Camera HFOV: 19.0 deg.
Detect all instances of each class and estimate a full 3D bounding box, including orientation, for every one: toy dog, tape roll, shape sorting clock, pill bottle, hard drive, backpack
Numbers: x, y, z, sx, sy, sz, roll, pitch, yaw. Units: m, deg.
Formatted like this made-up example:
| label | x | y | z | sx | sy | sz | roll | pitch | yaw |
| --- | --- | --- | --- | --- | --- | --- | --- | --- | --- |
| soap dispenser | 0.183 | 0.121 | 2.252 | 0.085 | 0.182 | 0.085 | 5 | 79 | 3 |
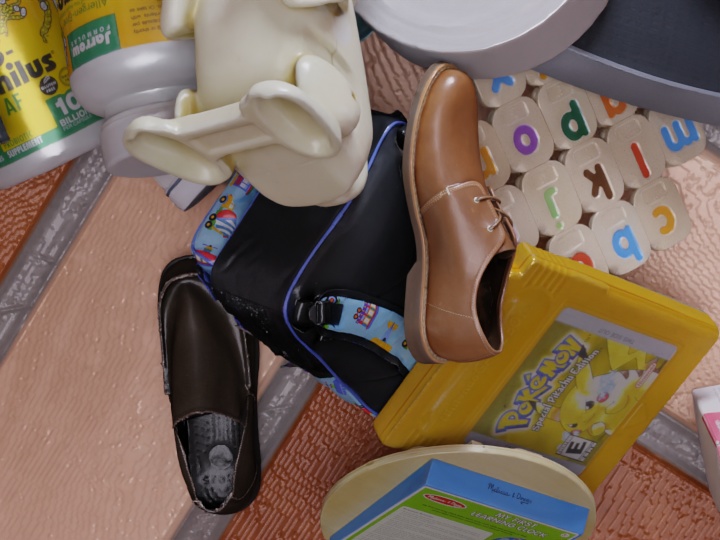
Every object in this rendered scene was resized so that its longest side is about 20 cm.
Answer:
| label | x | y | z | sx | sy | sz | roll | pitch | yaw |
| --- | --- | --- | --- | --- | --- | --- | --- | --- | --- |
| toy dog | -0.040 | -0.155 | 1.368 | 0.194 | 0.139 | 0.201 | 25 | 60 | -39 |
| tape roll | 0.076 | -0.234 | 1.455 | 0.202 | 0.071 | 0.203 | -3 | 80 | 17 |
| shape sorting clock | 0.070 | 0.177 | 1.553 | 0.199 | 0.200 | 0.039 | 2 | 58 | 2 |
| pill bottle | -0.147 | -0.170 | 1.456 | 0.112 | 0.113 | 0.201 | -11 | 80 | 4 |
| pill bottle | -0.252 | -0.169 | 1.521 | 0.112 | 0.113 | 0.201 | -24 | 98 | 6 |
| hard drive | 0.215 | -0.181 | 1.505 | 0.199 | 0.042 | 0.135 | 15 | 80 | -10 |
| backpack | 0.000 | 0.000 | 1.519 | 0.134 | 0.200 | 0.183 | 17 | 69 | 39 |

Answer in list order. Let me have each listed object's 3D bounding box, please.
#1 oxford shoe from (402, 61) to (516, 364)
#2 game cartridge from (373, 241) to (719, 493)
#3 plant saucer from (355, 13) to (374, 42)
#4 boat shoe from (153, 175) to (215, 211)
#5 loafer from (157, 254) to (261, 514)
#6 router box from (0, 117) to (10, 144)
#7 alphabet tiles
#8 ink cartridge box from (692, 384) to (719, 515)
| label | x | y | z | sx | sy | sz | roll | pitch | yaw |
| --- | --- | --- | --- | --- | --- | --- | --- | --- | --- |
| oxford shoe | 0.072 | -0.038 | 1.419 | 0.071 | 0.071 | 0.201 | 0 | 94 | 37 |
| game cartridge | 0.133 | 0.077 | 1.520 | 0.200 | 0.032 | 0.177 | 18 | 117 | -37 |
| plant saucer | -0.057 | -0.247 | 1.544 | 0.199 | 0.027 | 0.201 | 0 | 101 | 2 |
| boat shoe | -0.090 | -0.126 | 1.523 | 0.065 | 0.074 | 0.200 | 45 | 117 | 2 |
| loafer | -0.107 | 0.088 | 1.580 | 0.073 | 0.071 | 0.201 | -10 | 99 | 4 |
| router box | -0.339 | -0.137 | 1.494 | 0.062 | 0.200 | 0.150 | -25 | 101 | -38 |
| alphabet tiles | 0.153 | -0.090 | 1.519 | 0.200 | 0.015 | 0.196 | -29 | 98 | -25 |
| ink cartridge box | 0.347 | 0.121 | 1.531 | 0.199 | 0.147 | 0.083 | -11 | 100 | 4 |
